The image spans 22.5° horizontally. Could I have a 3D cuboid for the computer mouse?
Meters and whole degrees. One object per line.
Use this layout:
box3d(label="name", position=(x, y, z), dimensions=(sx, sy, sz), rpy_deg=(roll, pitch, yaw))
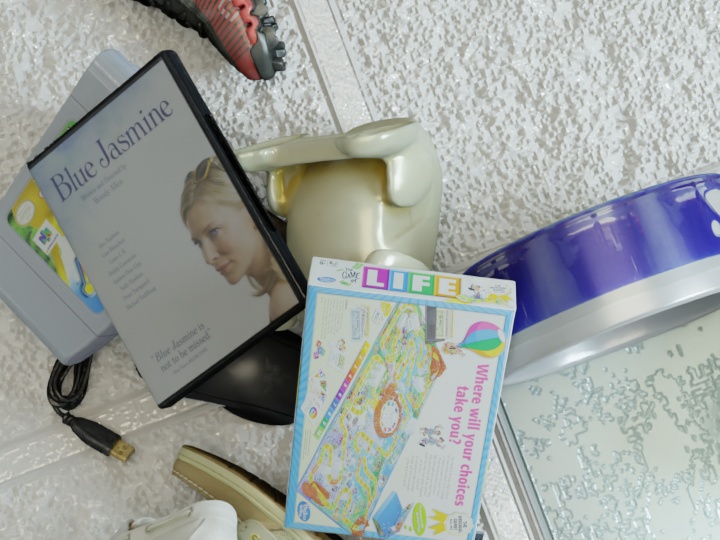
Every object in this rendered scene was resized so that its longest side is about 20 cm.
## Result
box3d(label="computer mouse", position=(-0.135, 0.081, 1.322), dimensions=(0.198, 0.046, 0.142), rpy_deg=(25, 85, 5))

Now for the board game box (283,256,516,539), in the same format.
box3d(label="board game box", position=(0.023, 0.091, 1.198), dimensions=(0.133, 0.034, 0.202), rpy_deg=(7, 122, 0))

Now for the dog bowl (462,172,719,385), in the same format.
box3d(label="dog bowl", position=(0.171, 0.008, 1.237), dimensions=(0.198, 0.200, 0.080), rpy_deg=(-20, 81, 1))

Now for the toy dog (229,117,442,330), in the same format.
box3d(label="toy dog", position=(0.000, 0.000, 1.279), dimensions=(0.138, 0.194, 0.203), rpy_deg=(-5, 98, 23))

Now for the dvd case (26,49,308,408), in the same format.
box3d(label="dvd case", position=(-0.132, -0.028, 1.231), dimensions=(0.142, 0.018, 0.201), rpy_deg=(-35, 78, 25))

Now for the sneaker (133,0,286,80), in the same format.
box3d(label="sneaker", position=(-0.133, -0.214, 1.342), dimensions=(0.097, 0.071, 0.201), rpy_deg=(-33, 81, -1))

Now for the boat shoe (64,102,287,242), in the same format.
box3d(label="boat shoe", position=(-0.147, -0.052, 1.324), dimensions=(0.199, 0.072, 0.068), rpy_deg=(31, 93, 11))

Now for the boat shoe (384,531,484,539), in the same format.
box3d(label="boat shoe", position=(0.059, 0.207, 1.291), dimensions=(0.067, 0.072, 0.202), rpy_deg=(-21, 76, 2))

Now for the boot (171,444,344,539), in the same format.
box3d(label="boot", position=(-0.086, 0.235, 1.294), dimensions=(0.199, 0.072, 0.155), rpy_deg=(37, 90, 6))

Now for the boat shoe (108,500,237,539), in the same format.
box3d(label="boat shoe", position=(-0.153, 0.210, 1.269), dimensions=(0.071, 0.199, 0.070), rpy_deg=(30, 49, -26))

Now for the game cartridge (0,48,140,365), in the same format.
box3d(label="game cartridge", position=(-0.186, -0.038, 1.286), dimensions=(0.133, 0.040, 0.201), rpy_deg=(41, 109, 14))
